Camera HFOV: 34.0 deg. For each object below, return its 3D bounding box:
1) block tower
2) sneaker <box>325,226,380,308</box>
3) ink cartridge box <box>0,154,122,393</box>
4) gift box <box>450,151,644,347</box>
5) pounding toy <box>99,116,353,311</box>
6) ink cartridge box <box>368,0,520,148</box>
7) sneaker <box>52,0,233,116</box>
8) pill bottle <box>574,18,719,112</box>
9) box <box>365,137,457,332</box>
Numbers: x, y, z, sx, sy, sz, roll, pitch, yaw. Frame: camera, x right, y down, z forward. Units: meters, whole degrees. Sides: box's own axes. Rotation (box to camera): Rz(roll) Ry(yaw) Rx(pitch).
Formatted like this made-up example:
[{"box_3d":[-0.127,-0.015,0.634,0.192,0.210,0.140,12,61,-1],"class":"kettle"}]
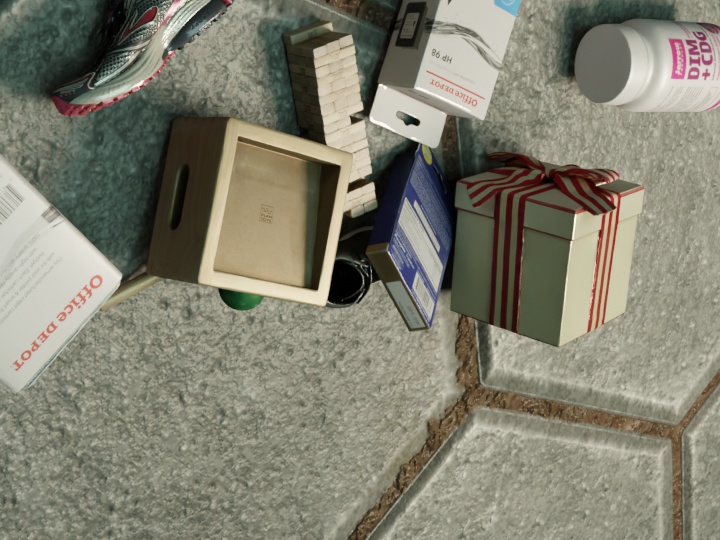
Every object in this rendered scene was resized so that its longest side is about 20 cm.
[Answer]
[{"box_3d":[-0.030,-0.155,1.242,0.054,0.058,0.202,-25,118,-29],"class":"block tower"},{"box_3d":[0.000,0.000,1.291,0.199,0.099,0.071,-10,110,-36],"class":"sneaker"},{"box_3d":[-0.334,-0.012,1.041,0.147,0.086,0.200,-49,129,-12],"class":"ink cartridge box"},{"box_3d":[0.214,-0.032,1.367,0.199,0.183,0.189,-21,120,-52],"class":"gift box"},{"box_3d":[-0.135,-0.039,1.170,0.183,0.142,0.202,12,88,-40],"class":"pounding toy"},{"box_3d":[0.095,-0.240,1.290,0.115,0.066,0.202,16,91,-40],"class":"ink cartridge box"},{"box_3d":[-0.209,-0.215,1.078,0.200,0.080,0.075,-49,114,-23],"class":"sneaker"},{"box_3d":[0.370,-0.255,1.472,0.199,0.113,0.114,-6,109,-35],"class":"pill bottle"},{"box_3d":[0.062,-0.045,1.321,0.122,0.032,0.201,60,34,-35],"class":"box"}]
